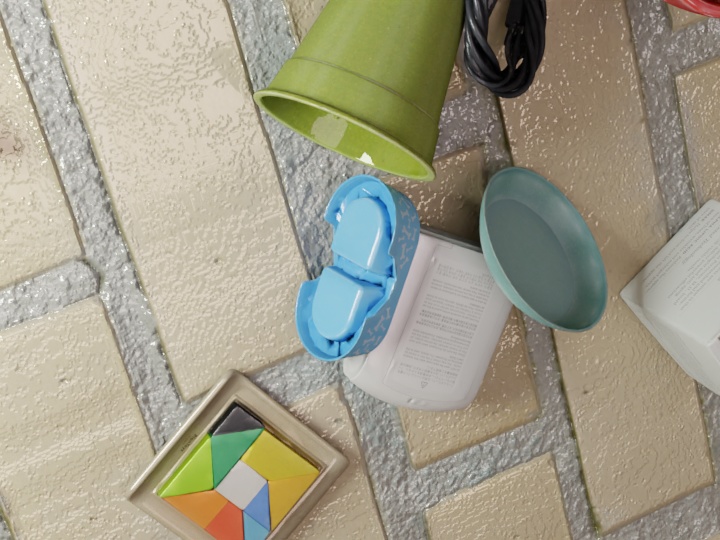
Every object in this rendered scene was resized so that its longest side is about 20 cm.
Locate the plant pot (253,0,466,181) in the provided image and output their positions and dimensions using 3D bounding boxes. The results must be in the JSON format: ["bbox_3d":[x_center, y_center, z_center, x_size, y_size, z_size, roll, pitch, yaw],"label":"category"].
[{"bbox_3d":[0.022,-0.216,1.465,0.200,0.200,0.191,28,83,-26],"label":"plant pot"}]

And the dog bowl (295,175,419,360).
[{"bbox_3d":[0.000,0.000,1.547,0.049,0.111,0.201,9,104,-43],"label":"dog bowl"}]

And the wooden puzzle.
[{"bbox_3d":[-0.131,0.233,1.615,0.200,0.037,0.185,41,89,-27],"label":"wooden puzzle"}]

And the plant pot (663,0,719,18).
[{"bbox_3d":[0.349,-0.374,1.527,0.199,0.182,0.202,-6,108,-19],"label":"plant pot"}]

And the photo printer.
[{"bbox_3d":[0.078,0.057,1.621,0.166,0.069,0.201,16,100,-27],"label":"photo printer"}]

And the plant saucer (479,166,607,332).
[{"bbox_3d":[0.194,-0.018,1.606,0.200,0.201,0.036,36,134,-26],"label":"plant saucer"}]

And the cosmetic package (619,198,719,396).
[{"bbox_3d":[0.444,0.049,1.687,0.165,0.200,0.165,-46,117,-2],"label":"cosmetic package"}]

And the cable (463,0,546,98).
[{"bbox_3d":[0.153,-0.274,1.492,0.163,0.051,0.201,66,39,-50],"label":"cable"}]
